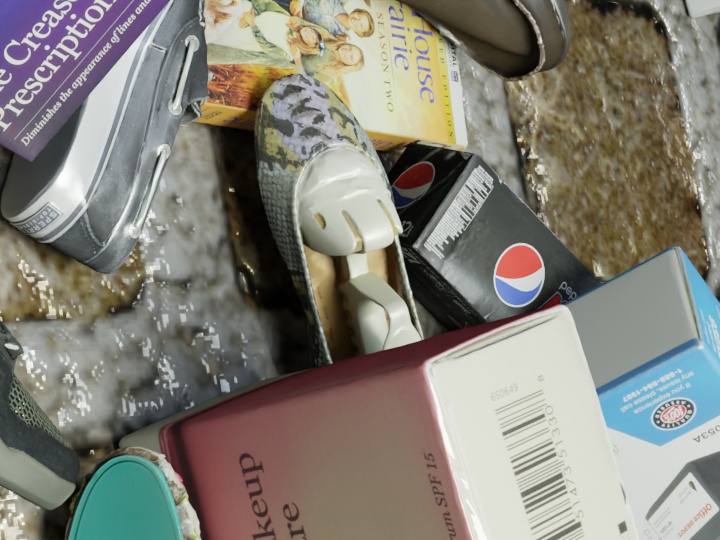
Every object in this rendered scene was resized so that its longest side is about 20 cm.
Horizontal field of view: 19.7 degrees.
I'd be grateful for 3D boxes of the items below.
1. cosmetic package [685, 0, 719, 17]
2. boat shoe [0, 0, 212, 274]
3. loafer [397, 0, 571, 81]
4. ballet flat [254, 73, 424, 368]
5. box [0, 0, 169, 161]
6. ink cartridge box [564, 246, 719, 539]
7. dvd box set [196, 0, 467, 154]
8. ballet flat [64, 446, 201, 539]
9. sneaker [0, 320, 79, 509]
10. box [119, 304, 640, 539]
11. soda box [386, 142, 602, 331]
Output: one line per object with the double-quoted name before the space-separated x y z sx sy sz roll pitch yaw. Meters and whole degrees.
"cosmetic package" 0.295 -0.295 1.426 0.199 0.122 0.201 -18 91 -47
"boat shoe" -0.102 -0.093 0.966 0.068 0.071 0.201 35 57 -32
"loafer" 0.028 -0.163 1.090 0.200 0.073 0.072 41 56 -19
"ballet flat" 0.000 0.000 1.023 0.072 0.072 0.202 -25 105 -48
"box" -0.135 -0.164 0.854 0.141 0.200 0.079 31 20 -35
"ink cartridge box" 0.156 0.108 1.087 0.200 0.144 0.084 50 20 -32
"dvd box set" -0.025 -0.141 1.095 0.199 0.029 0.148 6 73 -46
"ballet flat" -0.093 0.179 0.904 0.064 0.075 0.202 31 55 -75
"sneaker" -0.164 0.005 0.842 0.114 0.076 0.200 -47 111 -13
"box" 0.007 0.105 0.923 0.109 0.199 0.129 -19 91 -48
"soda box" 0.087 0.019 1.126 0.200 0.071 0.064 45 74 -29
